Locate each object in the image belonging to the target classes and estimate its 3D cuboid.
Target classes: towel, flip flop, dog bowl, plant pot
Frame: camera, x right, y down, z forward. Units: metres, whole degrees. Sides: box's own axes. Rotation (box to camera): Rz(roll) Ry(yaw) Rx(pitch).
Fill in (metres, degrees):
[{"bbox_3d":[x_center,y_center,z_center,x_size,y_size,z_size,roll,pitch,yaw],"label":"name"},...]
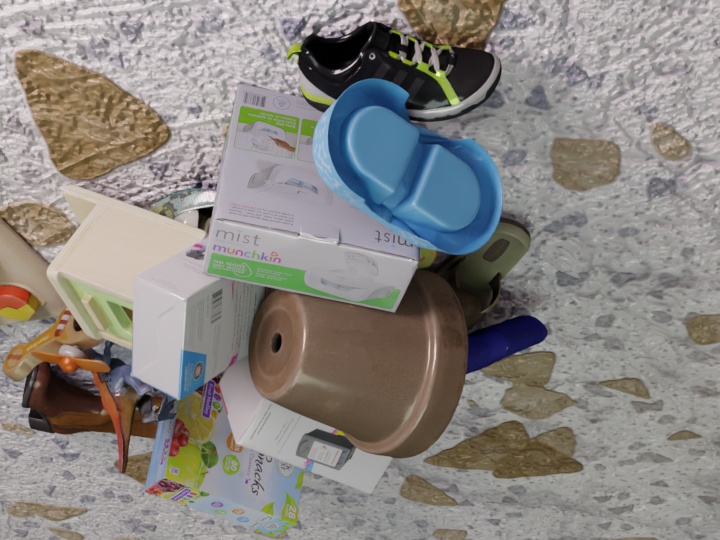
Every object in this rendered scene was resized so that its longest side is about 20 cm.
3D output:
[{"bbox_3d":[0.103,0.099,1.521,0.199,0.050,0.147,-15,169,-38],"label":"towel"},{"bbox_3d":[0.132,0.016,1.482,0.080,0.058,0.200,17,142,-16],"label":"flip flop"},{"bbox_3d":[0.041,-0.090,1.195,0.199,0.112,0.049,32,159,-25],"label":"dog bowl"},{"bbox_3d":[-0.014,0.085,1.338,0.173,0.202,0.200,11,146,-34],"label":"plant pot"}]

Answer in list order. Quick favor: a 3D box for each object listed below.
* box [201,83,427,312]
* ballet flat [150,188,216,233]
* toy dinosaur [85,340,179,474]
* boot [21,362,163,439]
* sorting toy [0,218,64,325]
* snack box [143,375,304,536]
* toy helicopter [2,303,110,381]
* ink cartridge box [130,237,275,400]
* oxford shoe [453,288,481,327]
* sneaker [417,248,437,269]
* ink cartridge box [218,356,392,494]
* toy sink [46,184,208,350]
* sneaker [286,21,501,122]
[{"bbox_3d":[-0.042,-0.072,1.284,0.198,0.178,0.097,11,144,-9],"label":"box"},{"bbox_3d":[-0.144,-0.054,1.409,0.198,0.072,0.069,-9,143,19],"label":"ballet flat"},{"bbox_3d":[-0.306,0.123,1.585,0.180,0.200,0.106,10,137,34],"label":"toy dinosaur"},{"bbox_3d":[-0.349,0.181,1.757,0.198,0.069,0.189,7,143,-4],"label":"boot"},{"bbox_3d":[-0.468,0.017,1.575,0.198,0.037,0.185,-12,140,22],"label":"sorting toy"},{"bbox_3d":[-0.170,0.237,1.726,0.199,0.170,0.068,24,143,-26],"label":"snack box"},{"bbox_3d":[-0.351,0.083,1.548,0.199,0.133,0.079,-31,132,24],"label":"toy helicopter"},{"bbox_3d":[-0.145,0.032,1.333,0.067,0.200,0.116,22,121,24],"label":"ink cartridge box"},{"bbox_3d":[0.057,0.059,1.476,0.084,0.074,0.199,-5,179,-43],"label":"oxford shoe"},{"bbox_3d":[0.000,0.000,1.464,0.199,0.079,0.090,-21,144,34],"label":"sneaker"},{"bbox_3d":[-0.067,0.182,1.647,0.199,0.148,0.086,23,106,-26],"label":"ink cartridge box"},{"bbox_3d":[-0.253,0.010,1.413,0.199,0.112,0.131,20,151,26],"label":"toy sink"},{"bbox_3d":[0.030,-0.188,1.206,0.198,0.072,0.083,-3,142,10],"label":"sneaker"}]
